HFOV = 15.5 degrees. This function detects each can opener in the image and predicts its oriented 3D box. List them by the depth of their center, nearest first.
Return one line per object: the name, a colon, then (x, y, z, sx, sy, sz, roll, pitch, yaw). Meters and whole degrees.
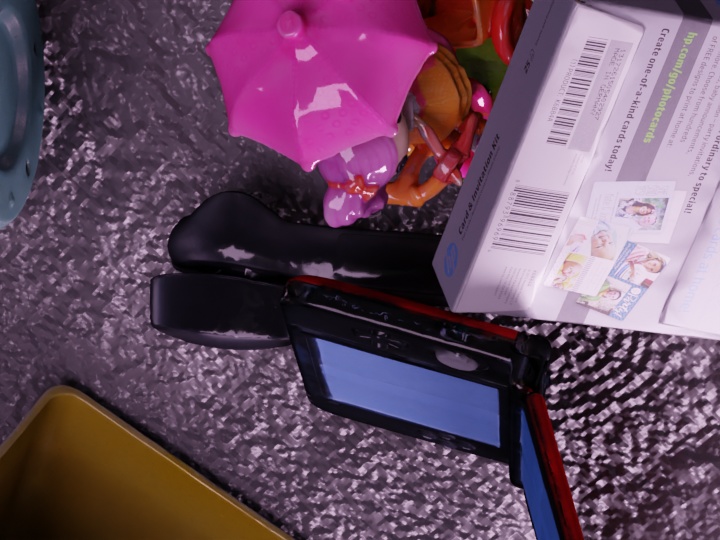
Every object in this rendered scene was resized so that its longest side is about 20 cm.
can opener: (0.000, 0.000, 1.249, 0.200, 0.063, 0.079, 2, 89, 11)

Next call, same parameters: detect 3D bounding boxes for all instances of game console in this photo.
game console: (0.038, 0.100, 1.183, 0.172, 0.119, 0.200, 15, 164, 7)

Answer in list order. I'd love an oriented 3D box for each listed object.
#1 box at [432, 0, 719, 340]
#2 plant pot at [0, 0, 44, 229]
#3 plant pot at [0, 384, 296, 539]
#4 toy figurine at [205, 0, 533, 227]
box: (0.149, -0.043, 1.113, 0.200, 0.041, 0.156, 7, 124, -20)
plant pot: (-0.239, -0.086, 1.227, 0.161, 0.201, 0.201, 1, 116, 9)
plant pot: (-0.148, 0.219, 1.348, 0.200, 0.200, 0.176, 34, 135, 3)
toy figurine: (0.010, -0.086, 1.112, 0.150, 0.184, 0.200, 10, 121, 28)
